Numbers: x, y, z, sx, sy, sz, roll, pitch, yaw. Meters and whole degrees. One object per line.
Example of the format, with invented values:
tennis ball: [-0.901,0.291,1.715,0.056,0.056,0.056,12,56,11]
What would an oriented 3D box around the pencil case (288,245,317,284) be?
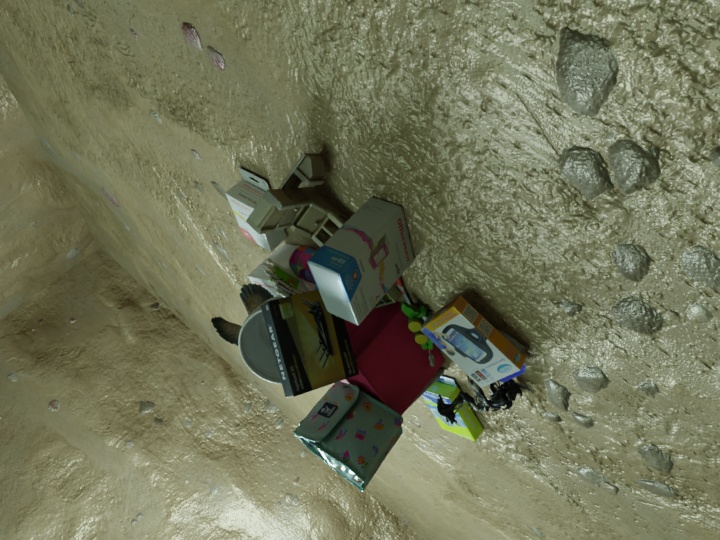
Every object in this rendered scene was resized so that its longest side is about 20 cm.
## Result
pencil case: [-0.086,0.002,1.243,0.200,0.088,0.088,24,148,49]

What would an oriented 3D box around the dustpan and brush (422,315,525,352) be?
dustpan and brush: [0.222,0.141,1.100,0.200,0.057,0.140,37,152,15]

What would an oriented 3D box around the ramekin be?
ramekin: [-0.176,0.152,1.247,0.200,0.200,0.105,53,-167,-16]

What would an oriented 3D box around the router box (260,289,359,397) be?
router box: [-0.105,0.146,1.120,0.052,0.157,0.200,-27,79,60]

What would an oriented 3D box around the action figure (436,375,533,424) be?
action figure: [0.261,0.260,1.148,0.119,0.200,0.102,24,-136,-69]

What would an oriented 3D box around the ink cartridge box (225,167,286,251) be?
ink cartridge box: [-0.273,-0.156,1.374,0.116,0.067,0.200,28,149,30]

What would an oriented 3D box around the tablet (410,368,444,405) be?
tablet: [0.107,0.303,1.338,0.130,0.200,0.014,-4,117,56]

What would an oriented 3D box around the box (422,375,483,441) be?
box: [0.233,0.358,1.410,0.122,0.048,0.200,6,134,51]

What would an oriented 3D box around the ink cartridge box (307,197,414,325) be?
ink cartridge box: [0.008,-0.021,1.024,0.085,0.200,0.145,20,145,34]

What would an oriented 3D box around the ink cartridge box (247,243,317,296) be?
ink cartridge box: [-0.170,0.051,1.434,0.147,0.145,0.200,9,137,51]

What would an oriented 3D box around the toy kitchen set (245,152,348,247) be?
toy kitchen set: [-0.077,-0.113,1.063,0.180,0.200,0.163,43,112,9]

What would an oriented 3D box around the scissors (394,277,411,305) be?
scissors: [0.093,0.038,1.190,0.200,0.014,0.073,54,151,-15]

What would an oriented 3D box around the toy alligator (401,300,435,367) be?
toy alligator: [0.152,0.140,1.214,0.054,0.059,0.200,-20,120,17]

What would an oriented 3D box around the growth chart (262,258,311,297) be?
growth chart: [-0.161,0.037,1.239,0.145,0.018,0.200,30,-168,-24]

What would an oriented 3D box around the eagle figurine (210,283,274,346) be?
eagle figurine: [-0.265,0.155,1.361,0.152,0.151,0.200,-99,-15,-56]

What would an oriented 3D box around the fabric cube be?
fabric cube: [0.043,0.214,1.306,0.200,0.199,0.196,-2,129,56]

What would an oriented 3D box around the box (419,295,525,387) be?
box: [0.225,0.151,1.045,0.200,0.041,0.119,45,140,0]

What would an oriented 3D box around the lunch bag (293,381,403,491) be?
lunch bag: [-0.028,0.358,1.197,0.200,0.170,0.122,31,151,20]

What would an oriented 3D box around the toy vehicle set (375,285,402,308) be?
toy vehicle set: [0.000,0.000,1.240,0.200,0.027,0.124,48,158,-5]
